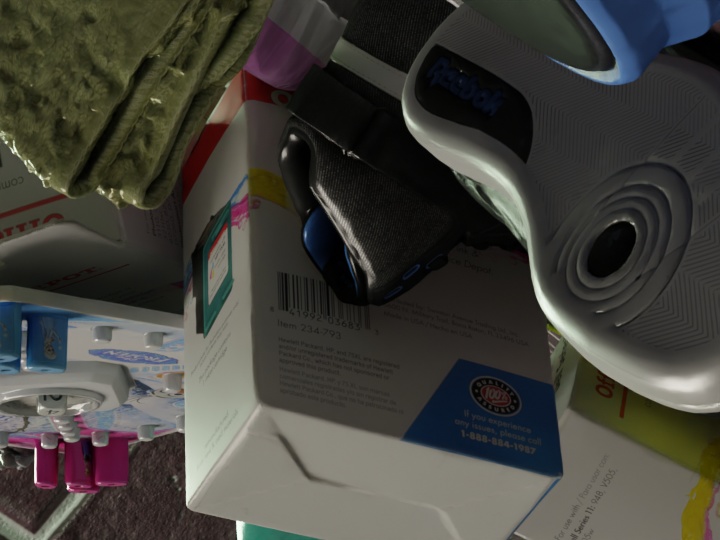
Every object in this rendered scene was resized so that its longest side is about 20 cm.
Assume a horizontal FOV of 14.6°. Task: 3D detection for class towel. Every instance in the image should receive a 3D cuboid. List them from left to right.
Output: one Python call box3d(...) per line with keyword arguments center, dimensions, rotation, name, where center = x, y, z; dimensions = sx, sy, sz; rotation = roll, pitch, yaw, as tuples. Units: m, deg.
box3d(center=(-0.099, -0.122, 0.906), dimensions=(0.200, 0.148, 0.036), rotation=(40, -168, 32), name="towel")

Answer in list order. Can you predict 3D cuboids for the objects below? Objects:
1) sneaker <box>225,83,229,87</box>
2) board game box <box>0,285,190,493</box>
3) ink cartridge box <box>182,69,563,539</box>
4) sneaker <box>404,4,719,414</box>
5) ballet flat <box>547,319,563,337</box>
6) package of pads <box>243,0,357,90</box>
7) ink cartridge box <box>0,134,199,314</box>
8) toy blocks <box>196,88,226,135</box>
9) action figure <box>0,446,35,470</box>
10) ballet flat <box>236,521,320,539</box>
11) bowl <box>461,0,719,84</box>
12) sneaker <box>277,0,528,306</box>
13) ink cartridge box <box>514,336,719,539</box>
box3d(center=(-0.057, -0.117, 1.172), dimensions=(0.082, 0.078, 0.200), rotation=(68, 173, -32), name="sneaker")
box3d(center=(-0.121, 0.052, 1.087), dimensions=(0.200, 0.026, 0.200), rotation=(11, 160, -43), name="board game box")
box3d(center=(0.000, 0.000, 1.014), dimensions=(0.116, 0.067, 0.200), rotation=(15, -134, -20), name="ink cartridge box")
box3d(center=(0.094, -0.005, 0.749), dimensions=(0.112, 0.073, 0.200), rotation=(37, -171, -31), name="sneaker")
box3d(center=(0.116, 0.008, 1.158), dimensions=(0.067, 0.067, 0.200), rotation=(23, -170, -41), name="ballet flat")
box3d(center=(-0.085, -0.153, 1.002), dimensions=(0.200, 0.076, 0.120), rotation=(40, 180, 34), name="package of pads")
box3d(center=(-0.120, -0.014, 1.062), dimensions=(0.200, 0.115, 0.068), rotation=(25, -130, -68), name="ink cartridge box")
box3d(center=(-0.034, -0.062, 1.260), dimensions=(0.137, 0.200, 0.100), rotation=(-138, 44, -57), name="toy blocks")
box3d(center=(-0.116, 0.035, 1.235), dimensions=(0.200, 0.130, 0.069), rotation=(6, -143, -17), name="action figure")
box3d(center=(-0.001, 0.046, 1.152), dimensions=(0.067, 0.200, 0.070), rotation=(20, 166, -6), name="ballet flat")
box3d(center=(-0.002, -0.113, 0.608), dimensions=(0.201, 0.039, 0.201), rotation=(41, 180, 0), name="bowl")
box3d(center=(0.042, -0.022, 0.965), dimensions=(0.200, 0.112, 0.073), rotation=(41, 179, -41), name="sneaker")
box3d(center=(0.130, 0.081, 1.183), dimensions=(0.200, 0.067, 0.117), rotation=(25, -154, -4), name="ink cartridge box")
